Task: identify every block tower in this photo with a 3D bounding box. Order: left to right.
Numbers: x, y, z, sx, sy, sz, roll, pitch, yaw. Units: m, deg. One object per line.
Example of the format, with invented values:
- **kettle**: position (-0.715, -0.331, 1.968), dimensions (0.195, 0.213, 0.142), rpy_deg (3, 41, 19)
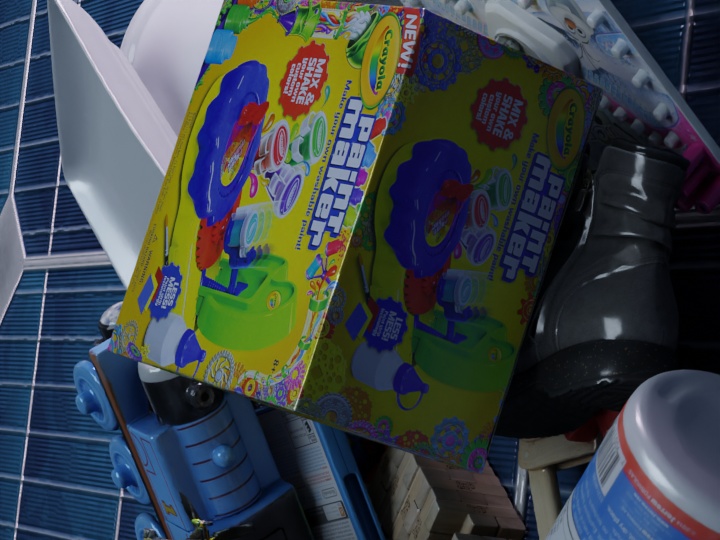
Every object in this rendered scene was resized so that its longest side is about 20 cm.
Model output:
- **block tower**: position (0.061, 0.163, 1.466), dimensions (0.058, 0.054, 0.200), rpy_deg (-66, 29, 28)

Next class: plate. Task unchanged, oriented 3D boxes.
- **plate**: position (-0.137, -0.050, 1.636), dimensions (0.200, 0.032, 0.200), rpy_deg (56, 160, 29)

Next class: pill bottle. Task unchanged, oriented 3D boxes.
- **pill bottle**: position (0.136, 0.155, 1.246), dimensions (0.201, 0.112, 0.113), rpy_deg (-64, 31, 34)

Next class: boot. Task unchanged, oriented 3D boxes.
- **boot**: position (0.097, 0.011, 1.327), dimensions (0.199, 0.070, 0.133), rpy_deg (-14, 66, 49)

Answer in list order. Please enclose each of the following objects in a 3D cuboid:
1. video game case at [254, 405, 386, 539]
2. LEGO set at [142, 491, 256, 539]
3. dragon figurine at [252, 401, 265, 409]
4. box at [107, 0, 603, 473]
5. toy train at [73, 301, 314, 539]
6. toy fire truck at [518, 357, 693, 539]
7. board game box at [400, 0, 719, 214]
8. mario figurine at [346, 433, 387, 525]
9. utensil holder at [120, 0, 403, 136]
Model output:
- **video game case**: position (-0.016, 0.173, 1.557), dimensions (0.143, 0.018, 0.201), rpy_deg (-24, 87, 65)
- **LEGO set**: position (-0.035, 0.213, 1.449), dimensions (0.153, 0.116, 0.201), rpy_deg (-10, 116, 39)
- **dragon figurine**: position (-0.059, 0.016, 1.706), dimensions (0.201, 0.099, 0.059), rpy_deg (-103, 33, -45)
- **box**: position (-0.005, -0.023, 1.324), dimensions (0.192, 0.122, 0.201), rpy_deg (12, 83, 56)
- **toy train**: position (-0.096, 0.112, 1.544), dimensions (0.114, 0.086, 0.201), rpy_deg (16, 130, 57)
- **toy fire truck**: position (0.117, 0.082, 1.380), dimensions (0.141, 0.048, 0.201), rpy_deg (-61, 33, 36)
- **board game box**: position (0.085, -0.109, 1.363), dimensions (0.026, 0.200, 0.200), rpy_deg (-45, 20, -17)
- **mario figurine**: position (-0.018, 0.086, 1.582), dimensions (0.106, 0.123, 0.201), rpy_deg (-52, -11, -47)
- **utensil holder**: position (-0.040, -0.109, 1.632), dimensions (0.200, 0.169, 0.171), rpy_deg (17, 97, 62)
